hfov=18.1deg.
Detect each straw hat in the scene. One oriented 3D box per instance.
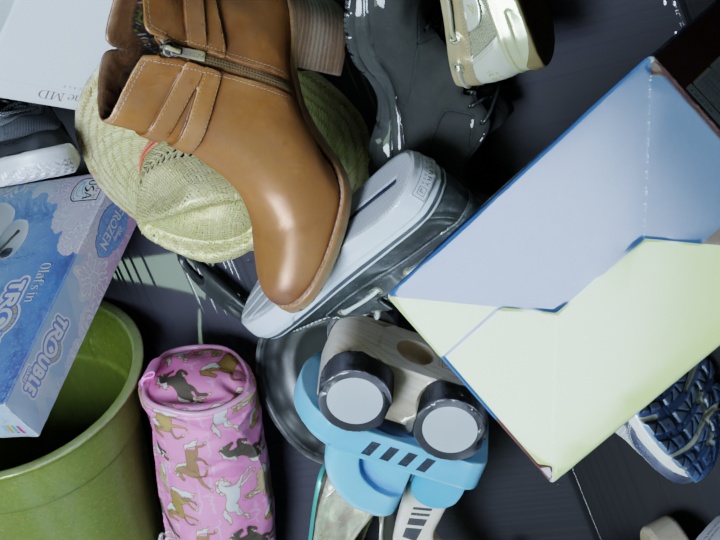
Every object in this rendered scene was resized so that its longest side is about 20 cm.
[{"bbox_3d":[-0.095,-0.052,1.446,0.199,0.085,0.202,6,136,6],"label":"straw hat"}]

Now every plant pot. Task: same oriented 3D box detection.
[{"bbox_3d":[-0.228,0.153,1.662,0.199,0.200,0.191,9,133,30],"label":"plant pot"}]

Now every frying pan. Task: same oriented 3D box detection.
[{"bbox_3d":[-0.054,0.065,1.574,0.189,0.031,0.116,26,124,34],"label":"frying pan"}]

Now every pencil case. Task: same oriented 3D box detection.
[{"bbox_3d":[-0.108,0.145,1.613,0.083,0.086,0.201,51,152,46],"label":"pencil case"}]

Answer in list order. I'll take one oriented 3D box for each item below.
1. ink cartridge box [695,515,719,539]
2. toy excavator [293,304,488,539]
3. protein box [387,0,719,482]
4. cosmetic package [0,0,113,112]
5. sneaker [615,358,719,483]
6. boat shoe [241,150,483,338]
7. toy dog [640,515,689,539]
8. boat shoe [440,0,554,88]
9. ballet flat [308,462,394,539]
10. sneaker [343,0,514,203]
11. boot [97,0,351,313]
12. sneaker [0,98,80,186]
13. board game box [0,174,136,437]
[{"bbox_3d":[0.311,0.208,1.370,0.199,0.086,0.147,-21,103,39],"label":"ink cartridge box"},{"bbox_3d":[0.037,0.134,1.490,0.193,0.100,0.201,18,123,-8],"label":"toy excavator"},{"bbox_3d":[0.153,-0.023,1.234,0.198,0.200,0.135,-43,88,25],"label":"protein box"},{"bbox_3d":[-0.168,-0.197,1.432,0.201,0.112,0.082,119,147,-41],"label":"cosmetic package"},{"bbox_3d":[0.147,0.052,1.411,0.200,0.077,0.085,53,143,7],"label":"sneaker"},{"bbox_3d":[0.000,0.000,1.405,0.071,0.072,0.200,33,141,-21],"label":"boat shoe"},{"bbox_3d":[0.196,0.262,1.472,0.131,0.096,0.202,-7,83,-2],"label":"toy dog"},{"bbox_3d":[0.052,-0.206,1.301,0.063,0.073,0.202,-15,105,24],"label":"boat shoe"},{"bbox_3d":[-0.012,0.218,1.617,0.062,0.068,0.201,19,127,12],"label":"ballet flat"},{"bbox_3d":[0.047,-0.121,1.377,0.090,0.076,0.201,6,129,25],"label":"sneaker"},{"bbox_3d":[-0.081,-0.079,1.333,0.076,0.155,0.202,9,94,49],"label":"boot"},{"bbox_3d":[-0.246,-0.126,1.525,0.200,0.075,0.115,-148,48,-62],"label":"sneaker"},{"bbox_3d":[-0.269,0.028,1.591,0.198,0.201,0.043,-6,139,36],"label":"board game box"}]
